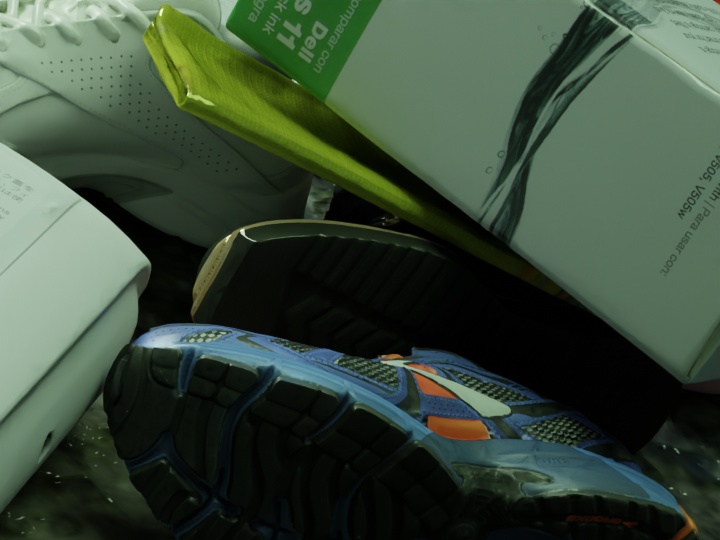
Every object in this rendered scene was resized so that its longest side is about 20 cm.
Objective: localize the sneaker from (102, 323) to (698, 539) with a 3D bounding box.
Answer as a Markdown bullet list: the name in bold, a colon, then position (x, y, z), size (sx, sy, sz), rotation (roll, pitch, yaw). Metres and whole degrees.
- **sneaker**: position (0.007, 0.058, 0.812), size (0.200, 0.075, 0.078), rotation (22, 24, -32)

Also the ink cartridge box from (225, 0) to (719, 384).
- **ink cartridge box**: position (0.078, -0.055, 0.878), size (0.200, 0.083, 0.147), rotation (39, 18, 22)

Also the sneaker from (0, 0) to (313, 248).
- **sneaker**: position (-0.094, -0.075, 0.914), size (0.200, 0.099, 0.078), rotation (10, 31, -31)

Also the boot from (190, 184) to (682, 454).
- **boot**: position (0.000, 0.000, 0.914), size (0.200, 0.077, 0.138), rotation (21, 19, -43)

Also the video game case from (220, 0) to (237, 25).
- **video game case**: position (-0.012, -0.141, 1.100), size (0.143, 0.017, 0.200), rotation (37, 53, 10)

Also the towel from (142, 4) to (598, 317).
- **towel**: position (0.023, -0.028, 0.878), size (0.200, 0.018, 0.086), rotation (26, 12, -21)

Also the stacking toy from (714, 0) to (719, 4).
- **stacking toy**: position (0.091, -0.080, 1.119), size (0.110, 0.116, 0.200), rotation (36, 39, 24)

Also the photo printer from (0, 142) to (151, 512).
- **photo printer**: position (-0.155, 0.006, 0.745), size (0.166, 0.069, 0.200), rotation (28, 26, 2)

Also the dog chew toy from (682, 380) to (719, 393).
- **dog chew toy**: position (0.105, -0.050, 1.007), size (0.200, 0.125, 0.125), rotation (47, 30, 11)
